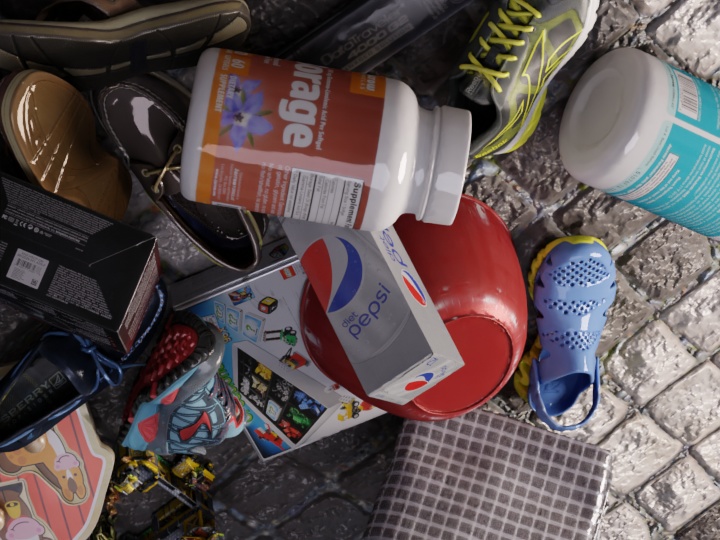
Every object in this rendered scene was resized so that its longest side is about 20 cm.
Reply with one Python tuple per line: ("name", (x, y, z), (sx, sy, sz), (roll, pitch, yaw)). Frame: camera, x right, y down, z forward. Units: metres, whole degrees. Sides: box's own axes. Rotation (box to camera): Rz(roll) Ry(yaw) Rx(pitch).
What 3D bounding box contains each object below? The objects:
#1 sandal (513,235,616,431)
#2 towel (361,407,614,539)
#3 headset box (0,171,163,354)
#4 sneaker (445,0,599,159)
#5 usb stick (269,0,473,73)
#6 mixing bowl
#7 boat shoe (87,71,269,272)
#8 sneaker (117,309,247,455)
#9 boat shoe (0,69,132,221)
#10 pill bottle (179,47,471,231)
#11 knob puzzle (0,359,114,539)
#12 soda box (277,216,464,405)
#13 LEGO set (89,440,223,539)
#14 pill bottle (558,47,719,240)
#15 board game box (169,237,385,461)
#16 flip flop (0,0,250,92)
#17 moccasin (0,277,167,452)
("sandal", (0.183, 0.060, 1.439), (0.079, 0.087, 0.201), (-4, 127, -7))
("towel", (0.114, 0.208, 1.447), (0.199, 0.166, 0.086), (16, 148, 8))
("headset box", (-0.226, -0.005, 1.222), (0.148, 0.200, 0.078), (23, 82, -2))
("sneaker", (0.114, -0.159, 1.235), (0.074, 0.085, 0.201), (32, 128, 21))
("usb stick", (-0.002, -0.174, 1.248), (0.199, 0.033, 0.056), (-32, 120, 14))
("mixing bowl", (0.061, 0.047, 1.363), (0.199, 0.109, 0.201), (-13, 126, -18))
("boat shoe", (-0.136, -0.077, 1.277), (0.072, 0.060, 0.200), (-28, 128, 12))
("sneaker", (-0.132, 0.097, 1.376), (0.095, 0.080, 0.200), (18, 151, -13))
("boat shoe", (-0.230, -0.088, 1.212), (0.072, 0.073, 0.200), (18, 166, 18))
("pill bottle", (-0.025, -0.090, 1.205), (0.199, 0.112, 0.113), (9, 126, -4))
("knob puzzle", (-0.304, 0.182, 1.411), (0.218, 0.030, 0.221), (0, 107, -1))
("soda box", (0.000, 0.000, 1.275), (0.063, 0.201, 0.068), (-33, 158, 16))
("LEGO set", (-0.213, 0.253, 1.483), (0.199, 0.116, 0.154), (-30, 128, 12))
("pill bottle", (0.263, -0.091, 1.319), (0.199, 0.111, 0.111), (21, 121, -26))
("board game box", (-0.065, 0.068, 1.423), (0.126, 0.035, 0.201), (-21, 129, 4))
("flip flop", (-0.177, -0.176, 1.193), (0.199, 0.058, 0.081), (-13, 159, -15))
("moccasin", (-0.229, 0.080, 1.345), (0.080, 0.068, 0.200), (42, 93, -6))
